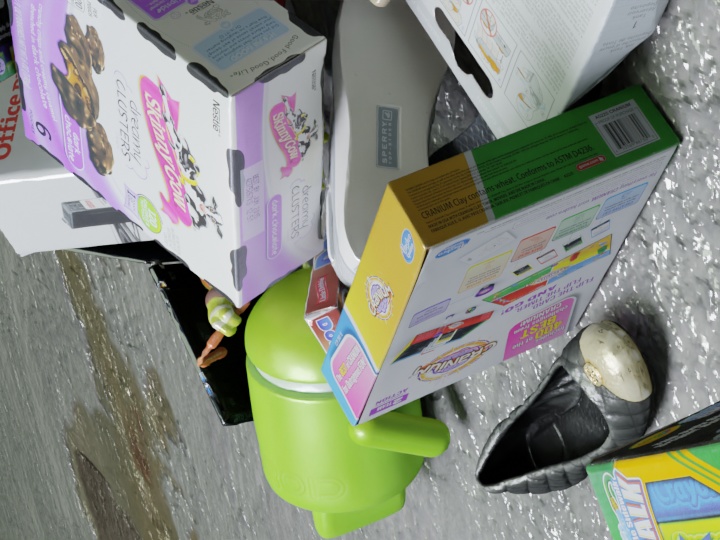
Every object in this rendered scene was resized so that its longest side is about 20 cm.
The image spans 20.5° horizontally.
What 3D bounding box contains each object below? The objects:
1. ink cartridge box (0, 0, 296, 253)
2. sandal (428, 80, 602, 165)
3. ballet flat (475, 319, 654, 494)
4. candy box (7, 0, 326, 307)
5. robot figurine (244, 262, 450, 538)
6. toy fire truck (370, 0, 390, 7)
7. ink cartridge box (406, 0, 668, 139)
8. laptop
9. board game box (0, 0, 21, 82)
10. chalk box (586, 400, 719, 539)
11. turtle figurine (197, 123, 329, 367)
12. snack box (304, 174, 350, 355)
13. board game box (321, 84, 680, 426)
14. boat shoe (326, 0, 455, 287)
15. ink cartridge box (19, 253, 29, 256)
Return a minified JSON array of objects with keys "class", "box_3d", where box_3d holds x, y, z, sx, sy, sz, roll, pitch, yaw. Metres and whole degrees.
[{"class":"ink cartridge box","box_3d":[-0.139,-0.098,1.302,0.084,0.200,0.145,69,-159,-50]},{"class":"sandal","box_3d":[0.088,-0.063,1.106,0.076,0.043,0.200,56,145,16]},{"class":"ballet flat","box_3d":[0.118,0.088,1.141,0.067,0.057,0.200,60,156,18]},{"class":"candy box","box_3d":[-0.111,-0.102,1.132,0.200,0.072,0.168,38,146,28]},{"class":"robot figurine","box_3d":[-0.018,0.084,1.370,0.175,0.116,0.200,-134,31,-54]},{"class":"toy fire truck","box_3d":[-0.027,-0.205,1.058,0.176,0.128,0.200,98,-178,-50]},{"class":"ink cartridge box","box_3d":[0.086,-0.162,1.003,0.162,0.050,0.200,59,158,23]},{"class":"laptop","box_3d":[-0.136,0.037,1.494,0.103,0.177,0.200,-30,80,24]},{"class":"board game box","box_3d":[-0.230,-0.204,1.201,0.057,0.200,0.166,-3,111,27]},{"class":"chalk box","box_3d":[0.196,0.118,0.907,0.124,0.125,0.200,68,159,2]},{"class":"turtle figurine","box_3d":[-0.077,-0.039,1.397,0.064,0.200,0.161,28,129,-6]},{"class":"snack box","box_3d":[0.000,0.000,1.212,0.072,0.024,0.200,60,-162,-26]},{"class":"board game box","box_3d":[0.068,-0.003,1.048,0.040,0.153,0.200,59,155,21]},{"class":"boat shoe","box_3d":[0.012,-0.085,1.137,0.069,0.072,0.200,142,128,-66]},{"class":"ink cartridge box","box_3d":[-0.166,-0.088,1.440,0.044,0.200,0.094,48,151,45]}]
